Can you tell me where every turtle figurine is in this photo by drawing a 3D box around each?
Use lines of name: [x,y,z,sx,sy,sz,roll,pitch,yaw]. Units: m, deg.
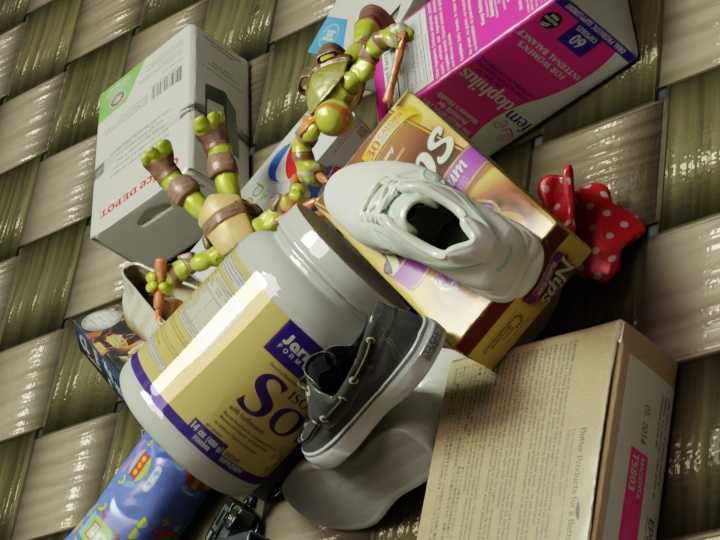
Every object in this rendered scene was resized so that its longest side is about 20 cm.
turtle figurine: [-0.020,-0.141,1.559,0.200,0.064,0.161,-57,10,30]
turtle figurine: [-0.107,-0.051,1.641,0.200,0.064,0.162,-34,68,14]

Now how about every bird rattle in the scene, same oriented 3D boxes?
bird rattle: [0.117,-0.006,1.504,0.200,0.113,0.164,21,92,41]

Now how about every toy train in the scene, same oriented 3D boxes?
toy train: [-0.074,0.159,1.629,0.200,0.034,0.046,-59,23,-1]

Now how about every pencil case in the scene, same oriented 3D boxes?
pencil case: [-0.197,0.212,1.689,0.087,0.078,0.200,36,93,26]

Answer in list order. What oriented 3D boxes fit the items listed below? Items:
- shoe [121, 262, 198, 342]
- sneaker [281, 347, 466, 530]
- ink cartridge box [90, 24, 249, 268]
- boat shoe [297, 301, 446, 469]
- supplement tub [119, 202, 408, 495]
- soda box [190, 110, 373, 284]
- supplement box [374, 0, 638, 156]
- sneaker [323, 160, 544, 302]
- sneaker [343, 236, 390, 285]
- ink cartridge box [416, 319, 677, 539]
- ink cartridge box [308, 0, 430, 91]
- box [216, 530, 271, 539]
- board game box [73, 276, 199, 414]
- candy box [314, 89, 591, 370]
shoe: [-0.153,0.047,1.673,0.070,0.054,0.200,-24,32,-27]
sneaker: [0.023,0.128,1.517,0.200,0.074,0.116,-32,18,50]
ink cartridge box: [-0.187,-0.120,1.925,0.145,0.084,0.200,-33,42,31]
boat shoe: [-0.010,0.080,1.408,0.200,0.066,0.070,-46,17,56]
supplement tub: [-0.074,0.061,1.522,0.200,0.145,0.145,-46,37,7]
soda box: [-0.063,-0.053,1.719,0.200,0.068,0.064,-51,39,-5]
supplement box: [0.115,-0.181,1.602,0.200,0.101,0.104,-33,42,31]
sneaker: [0.038,-0.042,1.370,0.200,0.080,0.071,24,87,44]
sneaker: [0.000,0.000,1.643,0.087,0.075,0.200,-36,4,-43]
ink cartridge box: [0.127,0.150,1.359,0.164,0.075,0.201,-15,52,42]
ink cartridge box: [0.050,-0.261,1.767,0.116,0.068,0.200,20,80,53]
box: [-0.125,0.325,1.500,0.182,0.104,0.201,-22,48,41]
board game box: [-0.156,0.074,1.719,0.135,0.035,0.200,-20,30,-20]
candy box: [0.064,-0.033,1.436,0.117,0.056,0.200,-51,46,7]
